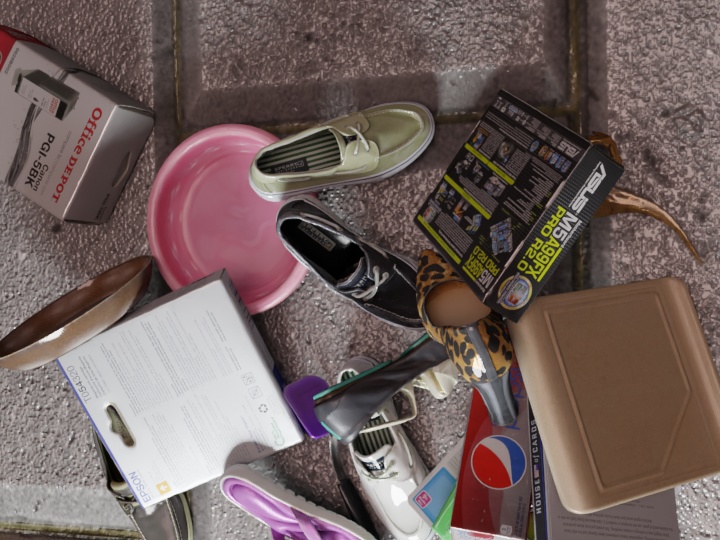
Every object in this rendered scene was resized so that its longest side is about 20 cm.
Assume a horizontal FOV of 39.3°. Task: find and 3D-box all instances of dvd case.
[{"bbox_3d":[0.217,0.177,0.896,0.025,0.148,0.203,-36,47,56],"label":"dvd case"}]

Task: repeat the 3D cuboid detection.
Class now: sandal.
[{"bbox_3d":[-0.064,0.274,1.041,0.201,0.050,0.083,27,138,10],"label":"sandal"}]

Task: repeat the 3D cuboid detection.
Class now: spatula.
[{"bbox_3d":[-0.021,0.205,1.054,0.020,0.056,0.203,-20,92,47],"label":"spatula"}]

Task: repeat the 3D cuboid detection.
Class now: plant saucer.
[{"bbox_3d":[-0.300,0.049,1.069,0.198,0.201,0.032,-26,106,17],"label":"plant saucer"},{"bbox_3d":[-0.131,-0.052,1.078,0.197,0.051,0.204,0,91,17],"label":"plant saucer"}]

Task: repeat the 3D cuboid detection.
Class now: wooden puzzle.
[{"bbox_3d":[0.236,0.106,0.904,0.197,0.037,0.188,-8,73,-26],"label":"wooden puzzle"}]

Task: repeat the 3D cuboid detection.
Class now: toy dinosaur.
[{"bbox_3d":[0.230,-0.072,0.966,0.197,0.060,0.108,4,116,23],"label":"toy dinosaur"}]

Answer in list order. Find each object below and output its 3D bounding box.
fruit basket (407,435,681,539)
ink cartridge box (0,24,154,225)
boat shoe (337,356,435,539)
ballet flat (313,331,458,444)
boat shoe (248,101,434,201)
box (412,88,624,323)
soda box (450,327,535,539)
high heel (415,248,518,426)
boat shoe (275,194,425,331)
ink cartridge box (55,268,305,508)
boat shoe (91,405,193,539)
[{"bbox_3d":[0.170,0.213,0.961,0.200,0.094,0.185,-47,69,4],"label":"fruit basket"},{"bbox_3d":[-0.352,-0.163,1.131,0.198,0.083,0.148,31,99,16],"label":"ink cartridge box"},{"bbox_3d":[0.017,0.188,1.024,0.073,0.067,0.202,-26,83,17],"label":"boat shoe"},{"bbox_3d":[0.048,0.106,0.982,0.198,0.073,0.074,-30,81,-19],"label":"ballet flat"},{"bbox_3d":[-0.016,-0.118,1.002,0.197,0.062,0.073,-22,85,-6],"label":"boat shoe"},{"bbox_3d":[0.135,-0.067,0.923,0.044,0.200,0.161,28,102,-25],"label":"box"},{"bbox_3d":[0.131,0.155,0.926,0.069,0.064,0.202,7,59,12],"label":"soda box"},{"bbox_3d":[0.085,0.025,0.893,0.071,0.143,0.201,-25,53,1],"label":"high heel"},{"bbox_3d":[0.000,0.000,0.997,0.199,0.068,0.072,39,106,-11],"label":"boat shoe"},{"bbox_3d":[-0.185,0.126,1.057,0.198,0.043,0.198,-23,106,9],"label":"ink cartridge box"},{"bbox_3d":[-0.250,0.231,1.113,0.071,0.066,0.203,-25,84,16],"label":"boat shoe"}]
